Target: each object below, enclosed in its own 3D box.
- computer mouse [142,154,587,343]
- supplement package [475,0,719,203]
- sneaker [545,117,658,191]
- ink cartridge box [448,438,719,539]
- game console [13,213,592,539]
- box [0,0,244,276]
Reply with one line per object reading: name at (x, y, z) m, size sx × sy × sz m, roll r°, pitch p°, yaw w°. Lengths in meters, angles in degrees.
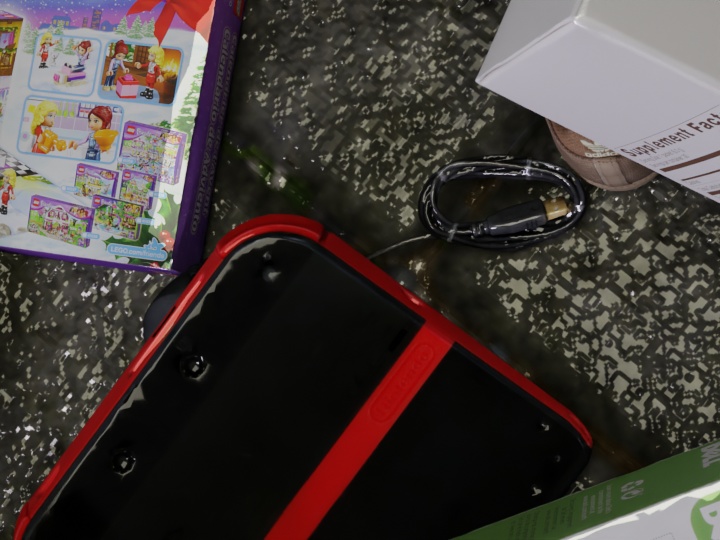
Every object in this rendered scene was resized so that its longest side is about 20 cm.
computer mouse at (0.000, 0.000, 0.782) m, size 0.200 × 0.034 × 0.059 m, roll -23°, pitch 99°, yaw 9°
supplement package at (0.165, -0.087, 0.671) m, size 0.200 × 0.120 × 0.121 m, roll 26°, pitch 81°, yaw -9°
sneaker at (0.101, -0.136, 0.759) m, size 0.070 × 0.076 × 0.200 m, roll -9°, pitch 81°, yaw 13°
ink cartridge box at (0.121, 0.132, 0.714) m, size 0.200 × 0.059 × 0.104 m, roll -23°, pitch 96°, yaw 11°
game console at (-0.029, 0.096, 0.767) m, size 0.177 × 0.031 × 0.200 m, roll 36°, pitch 94°, yaw -6°
box at (-0.159, -0.077, 0.838) m, size 0.200 × 0.039 × 0.137 m, roll 8°, pitch 86°, yaw 16°
